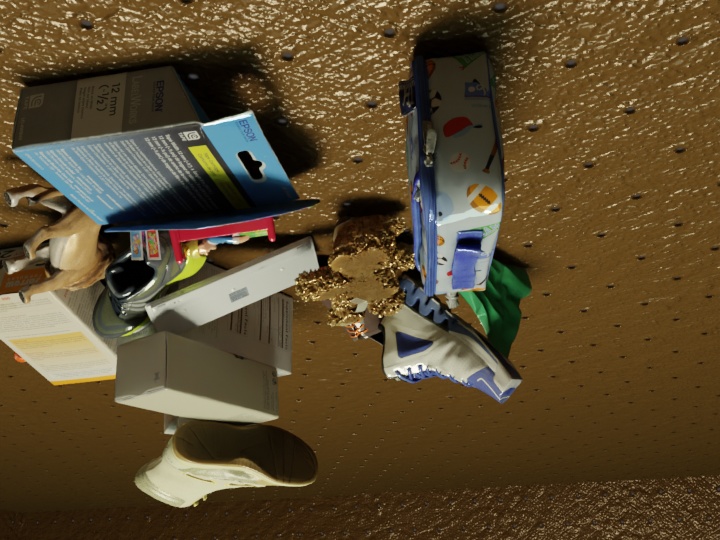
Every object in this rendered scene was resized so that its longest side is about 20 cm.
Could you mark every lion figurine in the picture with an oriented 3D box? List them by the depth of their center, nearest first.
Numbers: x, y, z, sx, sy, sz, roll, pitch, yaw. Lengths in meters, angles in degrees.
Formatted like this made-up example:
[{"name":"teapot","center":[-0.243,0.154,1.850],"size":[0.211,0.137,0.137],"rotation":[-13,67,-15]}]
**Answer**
[{"name":"lion figurine","center":[-0.299,-0.035,0.851],"size":[0.122,0.073,0.200],"rotation":[-26,167,-36]}]

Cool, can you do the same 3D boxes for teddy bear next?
[{"name":"teddy bear","center":[0.000,0.000,0.932],"size":[0.145,0.067,0.200],"rotation":[-22,151,9]}]

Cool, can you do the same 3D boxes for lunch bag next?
[{"name":"lunch bag","center":[0.073,-0.069,0.665],"size":[0.075,0.161,0.200],"rotation":[-3,158,5]}]

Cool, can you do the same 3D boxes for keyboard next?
[{"name":"keyboard","center":[-0.140,0.021,0.930],"size":[0.200,0.011,0.056],"rotation":[-23,136,-14]}]

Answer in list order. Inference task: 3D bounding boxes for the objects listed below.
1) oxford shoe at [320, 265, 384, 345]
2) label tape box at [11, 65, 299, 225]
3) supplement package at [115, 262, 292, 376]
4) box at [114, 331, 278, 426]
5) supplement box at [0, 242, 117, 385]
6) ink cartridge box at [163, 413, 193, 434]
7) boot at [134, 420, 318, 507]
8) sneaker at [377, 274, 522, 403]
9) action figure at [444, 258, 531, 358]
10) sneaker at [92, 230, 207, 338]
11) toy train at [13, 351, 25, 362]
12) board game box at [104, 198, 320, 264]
[{"name":"oxford shoe","center":[-0.003,0.047,1.048],"size":[0.071,0.073,0.200],"rotation":[-17,152,35]},{"name":"label tape box","center":[-0.166,-0.105,0.704],"size":[0.200,0.066,0.143],"rotation":[-7,157,9]},{"name":"supplement package","center":[-0.193,0.070,1.052],"size":[0.114,0.110,0.200],"rotation":[-18,151,34]},{"name":"box","center":[-0.185,0.132,0.964],"size":[0.082,0.069,0.200],"rotation":[-16,154,26]},{"name":"supplement box","center":[-0.372,0.057,1.013],"size":[0.126,0.074,0.200],"rotation":[-7,141,15]},{"name":"ink cartridge box","center":[-0.211,0.166,1.152],"size":[0.116,0.200,0.068],"rotation":[11,140,-24]},{"name":"boot","center":[-0.171,0.255,1.053],"size":[0.200,0.072,0.155],"rotation":[17,140,-29]},{"name":"sneaker","center":[0.094,0.108,1.010],"size":[0.115,0.199,0.081],"rotation":[-52,153,7]},{"name":"action figure","center":[0.125,0.009,0.949],"size":[0.055,0.118,0.200],"rotation":[-7,149,38]},{"name":"sneaker","center":[-0.253,0.014,0.908],"size":[0.200,0.074,0.081],"rotation":[-44,167,34]},{"name":"toy train","center":[-0.419,0.085,1.168],"size":[0.200,0.056,0.150],"rotation":[-1,143,14]},{"name":"board game box","center":[-0.132,-0.034,0.771],"size":[0.200,0.039,0.158],"rotation":[1,-167,39]}]
